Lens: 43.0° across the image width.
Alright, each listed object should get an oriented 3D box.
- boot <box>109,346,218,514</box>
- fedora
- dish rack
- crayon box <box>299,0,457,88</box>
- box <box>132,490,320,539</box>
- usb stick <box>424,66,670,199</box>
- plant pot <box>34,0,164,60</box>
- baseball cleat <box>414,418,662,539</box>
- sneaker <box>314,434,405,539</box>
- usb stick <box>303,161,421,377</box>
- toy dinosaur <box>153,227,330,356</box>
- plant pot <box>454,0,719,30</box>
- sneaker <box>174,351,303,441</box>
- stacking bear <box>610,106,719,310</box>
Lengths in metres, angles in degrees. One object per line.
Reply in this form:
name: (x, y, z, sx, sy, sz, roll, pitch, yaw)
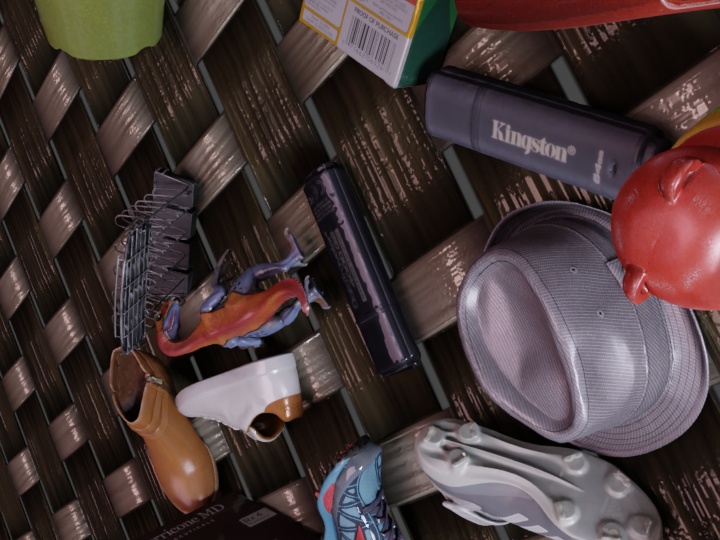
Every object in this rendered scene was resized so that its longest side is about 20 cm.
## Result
boot: (-0.233, 0.187, 1.055, 0.201, 0.073, 0.155, 62, 174, 17)
fedora: (0.138, 0.050, 0.648, 0.177, 0.090, 0.201, -34, 77, 47)
dish rack: (-0.224, -0.010, 0.964, 0.054, 0.200, 0.155, 10, 113, 7)
crayon box: (0.030, -0.260, 0.700, 0.126, 0.051, 0.201, 41, 130, 31)
box: (-0.133, 0.372, 0.987, 0.199, 0.165, 0.166, 14, 113, 44)
usb stick: (0.124, -0.099, 0.650, 0.199, 0.032, 0.056, 28, 120, 39)
plant pot: (-0.269, -0.325, 0.925, 0.200, 0.199, 0.191, 37, 138, 34)
baseball cleat: (0.138, 0.176, 0.718, 0.199, 0.070, 0.107, 22, 151, 28)
sneaker: (0.015, 0.246, 0.870, 0.095, 0.079, 0.202, 23, 127, 30)
usb stick: (0.000, 0.000, 0.828, 0.055, 0.032, 0.202, -33, 77, 54)
toy dinosaur: (-0.131, 0.033, 0.890, 0.180, 0.200, 0.106, -28, 87, 5)
plant pot: (0.143, -0.227, 0.495, 0.176, 0.198, 0.202, -2, 101, 59)
sneaker: (-0.135, 0.151, 0.990, 0.199, 0.072, 0.085, -23, 82, 47)
stacking bear: (0.203, -0.034, 0.469, 0.114, 0.199, 0.122, 41, 129, 31)
